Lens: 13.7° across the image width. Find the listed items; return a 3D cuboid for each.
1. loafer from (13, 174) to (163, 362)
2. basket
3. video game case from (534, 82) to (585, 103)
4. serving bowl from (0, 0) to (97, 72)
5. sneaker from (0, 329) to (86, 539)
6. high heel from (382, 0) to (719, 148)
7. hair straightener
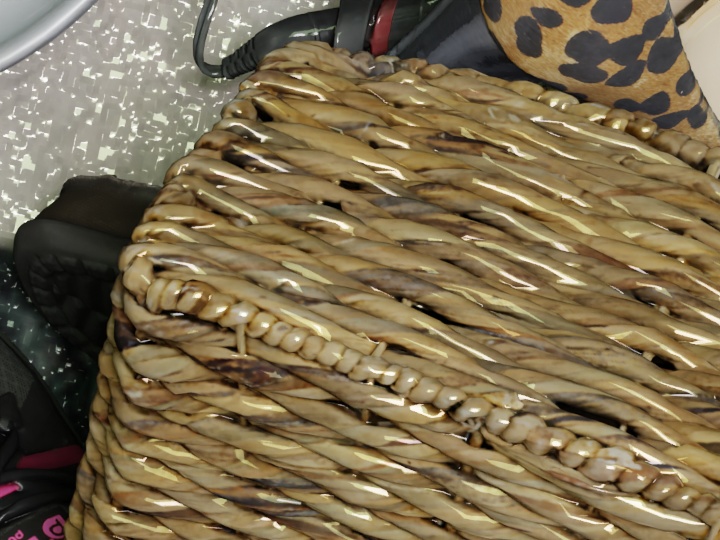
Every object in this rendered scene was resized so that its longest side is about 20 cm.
[{"bbox_3d":[0.000,0.000,0.868,0.199,0.073,0.072,10,61,-4],"label":"loafer"},{"bbox_3d":[0.037,0.049,0.769,0.199,0.149,0.143,21,39,9],"label":"basket"},{"bbox_3d":[0.130,-0.017,0.925,0.199,0.018,0.144,-8,84,-13],"label":"video game case"},{"bbox_3d":[-0.139,-0.142,0.845,0.199,0.066,0.201,0,89,6],"label":"serving bowl"},{"bbox_3d":[-0.097,0.068,0.830,0.200,0.084,0.077,46,76,-4],"label":"sneaker"},{"bbox_3d":[0.116,-0.068,0.822,0.199,0.143,0.072,-2,76,-20],"label":"high heel"},{"bbox_3d":[0.040,-0.097,0.905,0.199,0.041,0.077,-17,49,-14],"label":"hair straightener"}]
